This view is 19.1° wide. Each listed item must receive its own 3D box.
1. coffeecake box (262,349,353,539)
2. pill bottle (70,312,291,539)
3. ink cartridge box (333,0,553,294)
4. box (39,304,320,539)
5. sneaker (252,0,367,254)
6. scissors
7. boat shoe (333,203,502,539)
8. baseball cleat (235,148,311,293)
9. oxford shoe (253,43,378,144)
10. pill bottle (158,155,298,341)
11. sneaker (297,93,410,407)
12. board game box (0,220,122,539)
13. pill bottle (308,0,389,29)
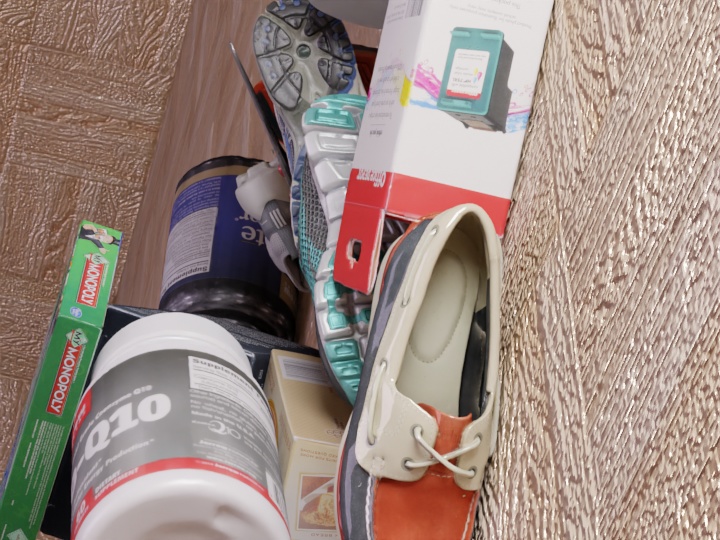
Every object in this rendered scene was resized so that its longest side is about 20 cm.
[{"bbox_3d":[-0.035,0.169,1.259,0.154,0.073,0.201,-115,37,-72],"label":"coffeecake box"},{"bbox_3d":[-0.100,0.110,1.157,0.200,0.113,0.115,-105,29,-63],"label":"pill bottle"},{"bbox_3d":[0.043,-0.083,1.122,0.116,0.067,0.201,-158,80,-79],"label":"ink cartridge box"},{"bbox_3d":[-0.106,0.109,1.392,0.200,0.106,0.149,13,-86,-75],"label":"box"},{"bbox_3d":[-0.013,-0.071,1.349,0.085,0.077,0.201,64,-165,-85],"label":"sneaker"},{"bbox_3d":[-0.043,-0.057,1.396,0.073,0.014,0.201,-46,-66,-75],"label":"scissors"},{"bbox_3d":[0.034,0.068,1.011,0.063,0.071,0.201,150,130,-64],"label":"boat shoe"},{"bbox_3d":[-0.042,-0.035,1.551,0.107,0.069,0.200,66,-166,0],"label":"baseball cleat"},{"bbox_3d":[-0.005,-0.131,1.449,0.071,0.072,0.200,61,157,-15],"label":"oxford shoe"},{"bbox_3d":[-0.104,0.016,1.715,0.112,0.111,0.201,114,164,-49],"label":"pill bottle"},{"bbox_3d":[0.000,0.000,1.233,0.091,0.077,0.201,109,161,-54],"label":"sneaker"},{"bbox_3d":[-0.190,0.087,1.301,0.135,0.029,0.201,-91,19,-65],"label":"board game box"},{"bbox_3d":[0.026,-0.252,1.293,0.111,0.110,0.201,153,129,-77],"label":"pill bottle"}]
